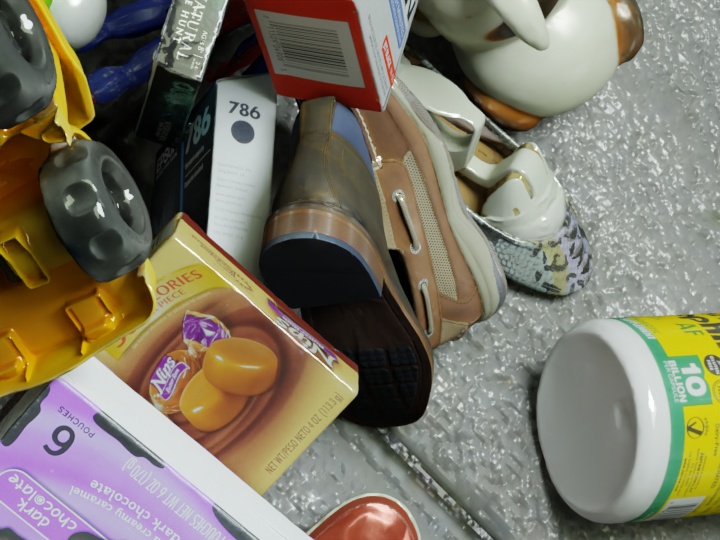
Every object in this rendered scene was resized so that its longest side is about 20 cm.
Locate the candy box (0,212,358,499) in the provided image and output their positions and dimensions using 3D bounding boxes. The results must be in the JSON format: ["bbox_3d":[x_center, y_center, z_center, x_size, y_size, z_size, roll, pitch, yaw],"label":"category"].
[{"bbox_3d":[-0.109,0.086,1.136,0.117,0.056,0.200,42,99,-8],"label":"candy box"}]

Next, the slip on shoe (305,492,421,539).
[{"bbox_3d":[-0.023,0.191,1.207,0.074,0.061,0.200,41,56,-6],"label":"slip on shoe"}]

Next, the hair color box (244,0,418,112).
[{"bbox_3d":[0.004,-0.194,1.198,0.064,0.111,0.200,10,67,13],"label":"hair color box"}]

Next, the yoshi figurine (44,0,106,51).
[{"bbox_3d":[-0.145,-0.177,1.176,0.112,0.112,0.200,33,77,-27],"label":"yoshi figurine"}]

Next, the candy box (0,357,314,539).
[{"bbox_3d":[-0.133,0.164,1.087,0.168,0.072,0.200,40,98,-9],"label":"candy box"}]

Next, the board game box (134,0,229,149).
[{"bbox_3d":[-0.067,-0.171,1.195,0.028,0.135,0.200,18,77,-5],"label":"board game box"}]

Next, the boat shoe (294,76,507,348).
[{"bbox_3d":[0.009,-0.038,1.283,0.072,0.076,0.200,-41,114,-23],"label":"boat shoe"}]

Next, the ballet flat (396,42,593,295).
[{"bbox_3d":[0.063,-0.060,1.349,0.200,0.072,0.072,39,57,-10],"label":"ballet flat"}]

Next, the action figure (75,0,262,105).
[{"bbox_3d":[-0.103,-0.126,1.297,0.200,0.099,0.065,-26,87,-11],"label":"action figure"}]

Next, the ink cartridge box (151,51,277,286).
[{"bbox_3d":[-0.079,-0.023,1.239,0.039,0.099,0.200,13,64,-20],"label":"ink cartridge box"}]

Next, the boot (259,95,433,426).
[{"bbox_3d":[0.000,0.000,1.237,0.075,0.200,0.097,-3,57,11],"label":"boot"}]

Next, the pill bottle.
[{"bbox_3d":[0.209,0.079,1.346,0.200,0.113,0.113,-2,71,-28],"label":"pill bottle"}]

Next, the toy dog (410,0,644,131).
[{"bbox_3d":[0.085,-0.169,1.345,0.140,0.200,0.194,-43,51,-1],"label":"toy dog"}]

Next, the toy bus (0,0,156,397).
[{"bbox_3d":[-0.177,-0.070,1.049,0.200,0.136,0.192,58,15,-25],"label":"toy bus"}]
